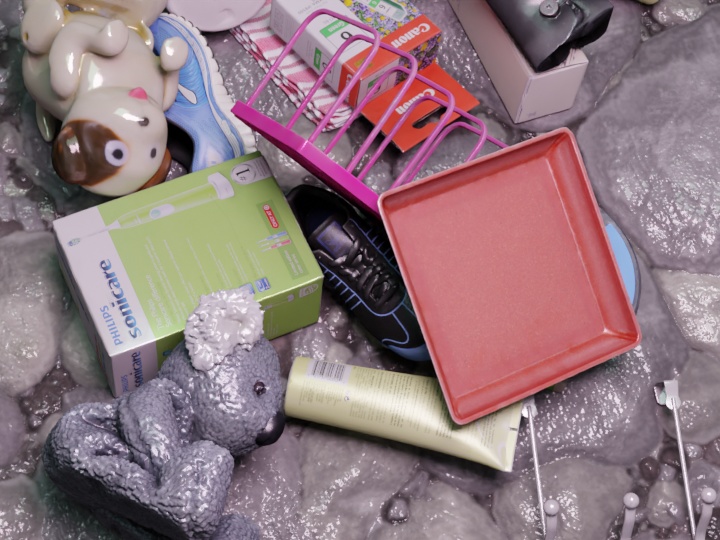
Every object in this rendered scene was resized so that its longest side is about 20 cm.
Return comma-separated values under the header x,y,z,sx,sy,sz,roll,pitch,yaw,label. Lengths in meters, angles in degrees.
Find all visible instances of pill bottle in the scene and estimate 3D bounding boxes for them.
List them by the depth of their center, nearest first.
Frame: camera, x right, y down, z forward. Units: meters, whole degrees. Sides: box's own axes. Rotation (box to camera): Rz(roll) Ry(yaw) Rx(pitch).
x,y,z,sx,sy,sz,roll,pitch,yaw,label
-0.159,-0.342,1.501,0.112,0.113,0.201,-9,49,-11,pill bottle

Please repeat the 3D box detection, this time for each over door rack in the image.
x,y,z,sx,sy,sz,roll,pitch,yaw,label
0.216,0.179,1.264,0.147,0.067,0.201,-3,60,-8,over door rack

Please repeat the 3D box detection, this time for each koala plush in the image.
x,y,z,sx,sy,sz,roll,pitch,yaw,label
-0.136,0.120,1.210,0.183,0.178,0.200,24,64,21,koala plush

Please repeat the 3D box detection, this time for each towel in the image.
x,y,z,sx,sy,sz,roll,pitch,yaw,label
-0.037,-0.240,1.508,0.146,0.030,0.200,-33,68,-23,towel

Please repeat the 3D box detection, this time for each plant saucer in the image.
x,y,z,sx,sy,sz,roll,pitch,yaw,label
0.122,0.003,1.266,0.199,0.037,0.201,-21,94,-24,plant saucer

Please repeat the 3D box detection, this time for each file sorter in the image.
x,y,z,sx,sy,sz,roll,pitch,yaw,label
0.019,-0.118,1.301,0.126,0.200,0.139,-54,35,0,file sorter

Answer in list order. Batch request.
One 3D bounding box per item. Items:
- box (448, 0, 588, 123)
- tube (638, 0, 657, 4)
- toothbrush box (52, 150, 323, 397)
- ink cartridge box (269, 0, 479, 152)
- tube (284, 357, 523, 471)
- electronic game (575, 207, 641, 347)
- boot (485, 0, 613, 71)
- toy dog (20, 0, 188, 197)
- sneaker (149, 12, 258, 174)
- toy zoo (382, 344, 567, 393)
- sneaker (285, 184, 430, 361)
x,y,z,sx,sy,sz,roll,pitch,yaw,label
0.150,-0.253,1.505,0.068,0.082,0.201,-17,64,-16,box
0.228,-0.331,1.525,0.199,0.052,0.058,17,39,-28,tube
-0.152,0.001,1.322,0.199,0.086,0.146,-20,64,-17,toothbrush box
0.016,-0.215,1.454,0.109,0.050,0.200,-34,67,-25,ink cartridge box
0.036,0.118,1.276,0.199,0.058,0.052,10,14,6,tube
0.155,0.003,1.352,0.199,0.042,0.201,2,60,-4,electronic game
0.120,-0.267,1.434,0.165,0.066,0.200,-37,79,0,boot
-0.239,-0.157,1.341,0.139,0.194,0.200,20,35,-46,toy dog
-0.173,-0.162,1.421,0.089,0.079,0.200,-21,64,-19,sneaker
0.101,0.027,1.369,0.199,0.020,0.132,15,59,3,toy zoo
0.000,0.000,1.320,0.070,0.078,0.200,-46,56,4,sneaker
